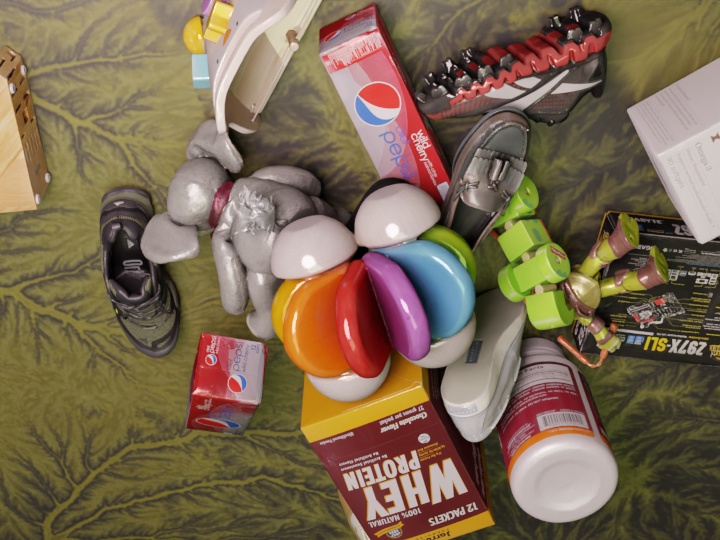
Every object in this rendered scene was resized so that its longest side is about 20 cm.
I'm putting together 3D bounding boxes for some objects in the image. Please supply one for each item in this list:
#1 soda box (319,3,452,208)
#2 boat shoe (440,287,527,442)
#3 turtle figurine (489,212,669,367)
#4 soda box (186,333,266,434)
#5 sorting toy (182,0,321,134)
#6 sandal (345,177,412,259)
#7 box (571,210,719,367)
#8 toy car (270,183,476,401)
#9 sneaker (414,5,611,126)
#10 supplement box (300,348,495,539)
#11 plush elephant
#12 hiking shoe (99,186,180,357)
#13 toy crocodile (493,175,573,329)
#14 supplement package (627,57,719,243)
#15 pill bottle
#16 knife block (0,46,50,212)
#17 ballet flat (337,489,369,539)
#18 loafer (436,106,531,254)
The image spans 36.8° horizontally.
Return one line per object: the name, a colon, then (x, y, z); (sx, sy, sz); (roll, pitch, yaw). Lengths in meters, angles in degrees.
soda box: (0.029, -0.152, 1.059); (0.063, 0.070, 0.201); (-22, 120, 11)
boat shoe: (0.134, 0.098, 1.143); (0.069, 0.201, 0.072); (-1, 126, 25)
turtle figurine: (0.226, 0.007, 1.126); (0.161, 0.064, 0.201); (-35, 95, 36)
soda box: (-0.146, 0.125, 1.148); (0.069, 0.064, 0.200); (9, 160, -8)
sorting toy: (-0.095, -0.206, 0.958); (0.106, 0.181, 0.201); (25, 116, -16)
sandal: (-0.001, -0.001, 1.076); (0.075, 0.048, 0.201); (6, 127, -29)
box: (0.349, 0.024, 1.189); (0.198, 0.050, 0.161); (5, 123, -5)
toy car: (0.018, 0.030, 0.978); (0.198, 0.150, 0.176); (-20, 108, -4)
sneaker: (0.152, -0.175, 1.039); (0.199, 0.071, 0.099); (-21, 123, -4)
supplement box: (0.041, 0.158, 1.166); (0.132, 0.198, 0.201); (-21, 120, 13)
plush elephant: (-0.126, -0.052, 1.074); (0.165, 0.154, 0.200); (-57, 156, -11)
hiking shoe: (-0.239, 0.020, 1.131); (0.075, 0.101, 0.202); (-8, 121, 3)
toy crocodile: (0.164, -0.036, 1.094); (0.067, 0.061, 0.202); (-31, 75, 39)
supplement package: (0.384, -0.140, 1.054); (0.199, 0.118, 0.117); (-29, 117, 14)
pill bottle: (0.204, 0.166, 1.177); (0.112, 0.201, 0.114); (-1, 121, -2)
knife block: (-0.406, -0.110, 1.069); (0.174, 0.064, 0.202); (-4, 121, -1)
ballet flat: (0.029, 0.332, 1.348); (0.068, 0.063, 0.201); (-22, 119, 10)
loafer: (0.112, -0.060, 1.040); (0.071, 0.063, 0.201); (14, 127, -17)
